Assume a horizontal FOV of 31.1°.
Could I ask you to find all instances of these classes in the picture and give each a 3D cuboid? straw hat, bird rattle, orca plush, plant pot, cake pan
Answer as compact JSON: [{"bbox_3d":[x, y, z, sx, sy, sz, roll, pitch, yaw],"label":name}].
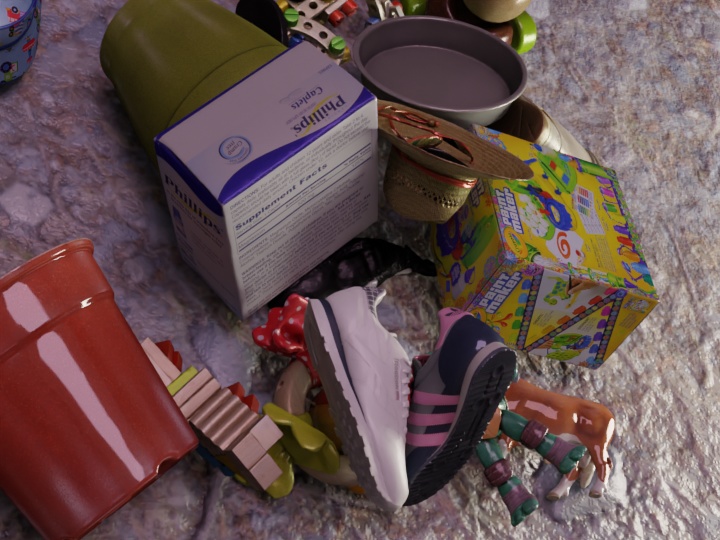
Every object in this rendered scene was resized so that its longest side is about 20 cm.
[{"bbox_3d":[0.067,-0.094,1.283,0.199,0.086,0.201,20,17,-6],"label":"straw hat"},{"bbox_3d":[-0.042,0.128,1.239,0.162,0.112,0.202,34,42,-26],"label":"bird rattle"},{"bbox_3d":[0.000,0.000,1.337,0.198,0.071,0.106,-2,61,-28],"label":"orca plush"},{"bbox_3d":[-0.162,-0.187,1.319,0.199,0.201,0.193,-25,60,-36],"label":"plant pot"},{"bbox_3d":[0.087,-0.219,1.442,0.197,0.037,0.201,6,39,-5],"label":"cake pan"},{"bbox_3d":[-0.248,0.112,1.077,0.200,0.201,0.196,-36,87,-38],"label":"plant pot"}]

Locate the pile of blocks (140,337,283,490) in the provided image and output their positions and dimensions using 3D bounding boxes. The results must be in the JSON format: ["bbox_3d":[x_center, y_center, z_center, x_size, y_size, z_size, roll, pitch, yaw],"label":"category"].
[{"bbox_3d":[-0.134,0.126,1.162,0.199,0.083,0.062,35,61,27],"label":"pile of blocks"}]

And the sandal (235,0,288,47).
[{"bbox_3d":[-0.111,-0.225,1.424,0.045,0.075,0.202,7,59,-38],"label":"sandal"}]

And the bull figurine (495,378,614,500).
[{"bbox_3d":[0.171,0.162,1.321,0.197,0.065,0.123,13,65,-9],"label":"bull figurine"}]

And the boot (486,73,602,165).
[{"bbox_3d":[0.199,-0.159,1.532,0.154,0.072,0.200,31,9,-37],"label":"boot"}]

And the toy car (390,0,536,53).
[{"bbox_3d":[0.152,-0.354,1.557,0.163,0.200,0.159,-20,69,-34],"label":"toy car"}]

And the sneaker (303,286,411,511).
[{"bbox_3d":[0.014,0.110,1.140,0.080,0.076,0.202,-13,76,-20],"label":"sneaker"}]

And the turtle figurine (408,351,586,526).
[{"bbox_3d":[0.109,0.137,1.230,0.200,0.150,0.101,42,23,5],"label":"turtle figurine"}]

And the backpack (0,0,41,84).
[{"bbox_3d":[-0.401,-0.291,1.290,0.180,0.135,0.202,4,61,-23],"label":"backpack"}]

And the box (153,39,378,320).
[{"bbox_3d":[-0.083,-0.084,1.233,0.183,0.201,0.105,-37,64,-21],"label":"box"}]

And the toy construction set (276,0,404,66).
[{"bbox_3d":[-0.025,-0.291,1.499,0.131,0.092,0.200,46,51,8],"label":"toy construction set"}]

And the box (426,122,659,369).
[{"bbox_3d":[0.187,-0.026,1.384,0.191,0.122,0.202,15,43,-23],"label":"box"}]

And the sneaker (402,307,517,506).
[{"bbox_3d":[0.070,0.122,1.163,0.070,0.201,0.082,-6,43,-44],"label":"sneaker"}]
